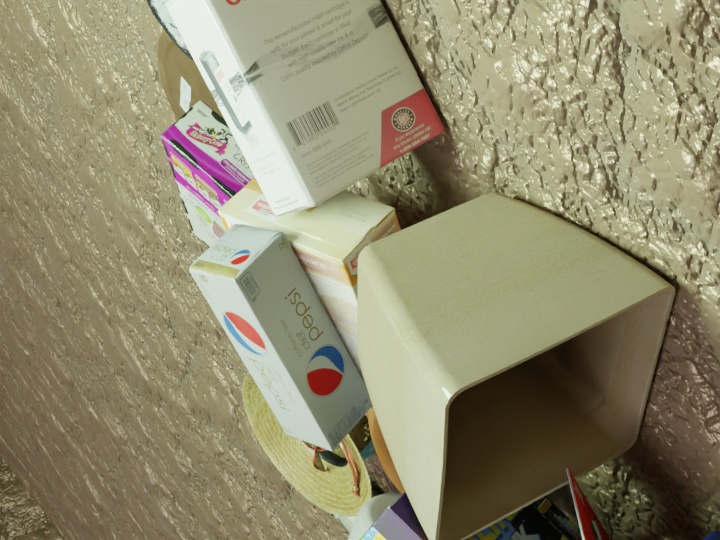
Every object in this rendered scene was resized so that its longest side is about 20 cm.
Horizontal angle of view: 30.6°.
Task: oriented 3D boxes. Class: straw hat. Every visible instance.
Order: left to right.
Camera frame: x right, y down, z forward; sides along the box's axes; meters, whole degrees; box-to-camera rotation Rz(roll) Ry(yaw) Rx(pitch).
[{"bbox_3d":[-0.030,0.164,1.406,0.201,0.085,0.202,35,145,29],"label":"straw hat"}]

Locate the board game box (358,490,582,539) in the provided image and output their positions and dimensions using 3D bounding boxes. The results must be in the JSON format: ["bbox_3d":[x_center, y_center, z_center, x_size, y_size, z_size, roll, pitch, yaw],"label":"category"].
[{"bbox_3d":[0.107,0.235,1.101,0.165,0.200,0.057,44,116,10],"label":"board game box"}]

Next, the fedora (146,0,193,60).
[{"bbox_3d":[-0.144,-0.264,1.192,0.201,0.091,0.202,45,150,34],"label":"fedora"}]

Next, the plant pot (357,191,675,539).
[{"bbox_3d":[0.097,0.058,1.023,0.177,0.199,0.201,51,155,35],"label":"plant pot"}]

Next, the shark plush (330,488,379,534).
[{"bbox_3d":[-0.003,0.295,1.583,0.199,0.091,0.083,32,174,35],"label":"shark plush"}]

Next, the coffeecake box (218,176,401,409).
[{"bbox_3d":[-0.022,0.020,1.167,0.153,0.073,0.201,22,145,38],"label":"coffeecake box"}]

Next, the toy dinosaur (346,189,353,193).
[{"bbox_3d":[-0.051,-0.122,1.231,0.101,0.058,0.201,44,150,30],"label":"toy dinosaur"}]

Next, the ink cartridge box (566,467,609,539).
[{"bbox_3d":[0.222,0.268,1.058,0.200,0.043,0.175,55,-157,-54],"label":"ink cartridge box"}]

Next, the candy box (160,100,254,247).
[{"bbox_3d":[-0.125,-0.067,1.357,0.136,0.061,0.200,40,161,19],"label":"candy box"}]

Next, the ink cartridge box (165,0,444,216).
[{"bbox_3d":[-0.046,-0.167,1.072,0.085,0.145,0.201,-9,110,63],"label":"ink cartridge box"}]

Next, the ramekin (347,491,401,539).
[{"bbox_3d":[0.073,0.302,1.305,0.200,0.199,0.098,30,110,44],"label":"ramekin"}]

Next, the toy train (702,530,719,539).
[{"bbox_3d":[0.319,0.303,1.008,0.200,0.084,0.116,47,162,23],"label":"toy train"}]

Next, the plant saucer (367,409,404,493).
[{"bbox_3d":[0.085,0.171,1.253,0.199,0.037,0.201,21,129,28],"label":"plant saucer"}]

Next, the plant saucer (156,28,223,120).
[{"bbox_3d":[-0.157,-0.182,1.390,0.200,0.029,0.201,43,151,31],"label":"plant saucer"}]

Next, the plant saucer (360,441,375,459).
[{"bbox_3d":[-0.035,0.121,1.495,0.200,0.027,0.201,43,150,32],"label":"plant saucer"}]

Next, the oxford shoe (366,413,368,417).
[{"bbox_3d":[0.010,0.096,1.362,0.201,0.071,0.074,57,175,6],"label":"oxford shoe"}]

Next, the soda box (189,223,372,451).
[{"bbox_3d":[-0.065,0.059,1.130,0.068,0.064,0.201,12,137,46],"label":"soda box"}]
